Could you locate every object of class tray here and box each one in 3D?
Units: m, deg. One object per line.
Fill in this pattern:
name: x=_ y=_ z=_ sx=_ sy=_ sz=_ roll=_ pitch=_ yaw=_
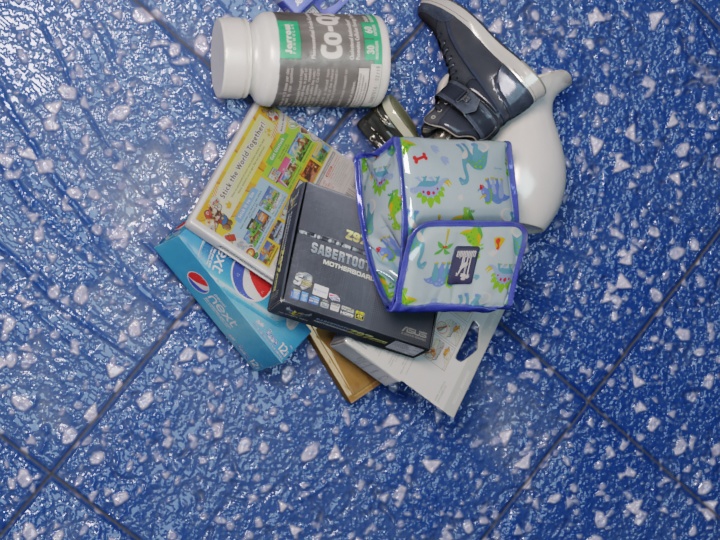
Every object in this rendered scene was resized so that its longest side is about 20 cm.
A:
tray: x=-0.025 y=0.055 z=1.752 sx=0.099 sy=0.037 sz=0.200 roll=-33 pitch=103 yaw=-11

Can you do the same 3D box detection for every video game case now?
video game case: x=-0.092 y=-0.083 z=1.690 sx=0.182 sy=0.023 sz=0.200 roll=34 pitch=60 yaw=-15

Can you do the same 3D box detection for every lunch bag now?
lunch bag: x=0.095 y=-0.050 z=1.636 sx=0.170 sy=0.127 sz=0.200 roll=0 pitch=81 yaw=-29

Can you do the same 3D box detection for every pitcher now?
pitcher: x=0.175 y=-0.153 z=1.764 sx=0.171 sy=0.121 sz=0.200 roll=5 pitch=82 yaw=4

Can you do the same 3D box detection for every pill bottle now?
pill bottle: x=-0.073 y=-0.252 z=1.676 sx=0.200 sy=0.113 sz=0.113 roll=-2 pitch=94 yaw=-16

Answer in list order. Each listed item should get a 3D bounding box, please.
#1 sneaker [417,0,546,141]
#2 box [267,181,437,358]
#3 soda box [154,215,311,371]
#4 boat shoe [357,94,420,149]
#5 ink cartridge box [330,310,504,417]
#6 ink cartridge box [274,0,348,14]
sneaker: x=0.106 y=-0.237 z=1.717 sx=0.146 sy=0.077 sz=0.202 roll=-43 pitch=68 yaw=-4
box: x=0.000 y=0.000 z=1.666 sx=0.200 sy=0.051 sz=0.158 roll=20 pitch=65 yaw=-20
soda box: x=-0.153 y=0.023 z=1.687 sx=0.200 sy=0.068 sz=0.064 roll=52 pitch=55 yaw=-14
boat shoe: x=0.064 y=-0.121 z=1.752 sx=0.066 sy=0.075 sz=0.199 roll=-29 pitch=113 yaw=16
ink cartridge box: x=0.079 y=0.058 z=1.746 sx=0.174 sy=0.044 sz=0.200 roll=37 pitch=63 yaw=-17
ink cartridge box: x=-0.084 y=-0.396 z=1.703 sx=0.119 sy=0.042 sz=0.200 roll=-44 pitch=106 yaw=-9
